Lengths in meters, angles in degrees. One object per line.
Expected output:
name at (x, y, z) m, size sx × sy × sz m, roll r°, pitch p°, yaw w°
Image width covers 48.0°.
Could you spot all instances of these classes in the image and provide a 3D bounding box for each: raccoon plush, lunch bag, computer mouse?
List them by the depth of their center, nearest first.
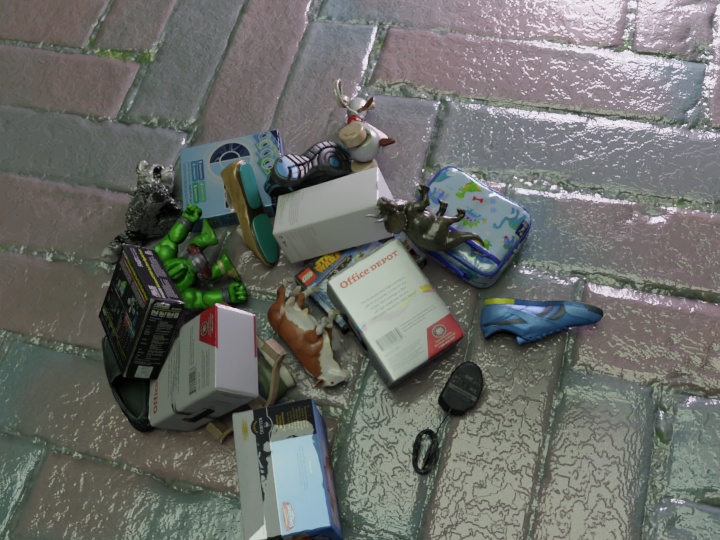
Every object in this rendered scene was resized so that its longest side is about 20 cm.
computer mouse at (0.139, 0.237, 1.309) m, size 0.059 × 0.034 × 0.200 m, roll 32°, pitch 76°, yaw 4°
lunch bag at (0.187, -0.075, 1.421) m, size 0.200 × 0.083 × 0.161 m, roll 37°, pitch 72°, yaw 16°
raccoon plush at (-0.433, -0.125, 1.544) m, size 0.200 × 0.097 × 0.134 m, roll -31°, pitch 55°, yaw -8°

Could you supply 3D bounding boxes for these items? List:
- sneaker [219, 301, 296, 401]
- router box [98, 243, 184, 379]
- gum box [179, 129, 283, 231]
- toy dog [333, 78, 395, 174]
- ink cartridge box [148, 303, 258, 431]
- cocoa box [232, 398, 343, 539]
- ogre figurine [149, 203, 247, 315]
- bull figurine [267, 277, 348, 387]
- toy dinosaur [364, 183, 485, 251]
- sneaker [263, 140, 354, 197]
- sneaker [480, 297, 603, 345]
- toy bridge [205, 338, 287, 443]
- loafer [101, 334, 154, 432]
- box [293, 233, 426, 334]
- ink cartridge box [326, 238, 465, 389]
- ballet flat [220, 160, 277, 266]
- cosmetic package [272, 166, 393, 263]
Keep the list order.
sneaker at (-0.205, 0.147, 1.376) m, size 0.090 × 0.067 × 0.200 m, roll -40°, pitch 71°, yaw -15°
router box at (-0.374, 0.067, 1.368) m, size 0.200 × 0.062 × 0.150 m, roll 46°, pitch 119°, yaw 49°
gum box at (-0.244, -0.174, 1.563) m, size 0.199 × 0.045 × 0.170 m, roll -12°, pitch 63°, yaw 3°
toy dog at (0.018, -0.271, 1.530) m, size 0.096 × 0.132 × 0.201 m, roll -13°, pitch 62°, yaw 13°
ink cartridge box at (-0.257, 0.162, 1.314) m, size 0.200 × 0.084 × 0.145 m, roll -30°, pitch 54°, yaw 39°
cocoa box at (-0.110, 0.319, 1.241) m, size 0.131 × 0.133 × 0.201 m, roll -12°, pitch 62°, yaw 1°
ogre figurine at (-0.298, -0.011, 1.453) m, size 0.120 × 0.098 × 0.200 m, roll -30°, pitch 100°, yaw -5°
bull figurine at (-0.087, 0.105, 1.366) m, size 0.200 × 0.065 × 0.122 m, roll 41°, pitch 118°, yaw 31°
toy dinosaur at (0.111, -0.077, 1.353) m, size 0.200 × 0.077 × 0.102 m, roll 32°, pitch 85°, yaw -11°
sneaker at (-0.096, -0.188, 1.514) m, size 0.200 × 0.082 × 0.073 m, roll -16°, pitch 73°, yaw -39°
sneaker at (0.300, 0.089, 1.344) m, size 0.199 × 0.066 × 0.079 m, roll 1°, pitch 75°, yaw 9°
toy bridge at (-0.177, 0.208, 1.316) m, size 0.067 × 0.027 × 0.200 m, roll 39°, pitch 107°, yaw 14°
loafer at (-0.399, 0.182, 1.388) m, size 0.068 × 0.070 × 0.201 m, roll -27°, pitch 63°, yaw -7°
box at (0.000, 0.000, 1.441) m, size 0.200 × 0.040 × 0.137 m, roll -39°, pitch 65°, yaw -12°
ink cartridge box at (0.055, 0.070, 1.344) m, size 0.145 × 0.083 × 0.200 m, roll -31°, pitch 78°, yaw -11°
ballet flat at (-0.205, -0.102, 1.485) m, size 0.063 × 0.069 × 0.201 m, roll -12°, pitch 96°, yaw 31°
cosmetic package at (-0.047, -0.098, 1.435) m, size 0.199 × 0.085 × 0.108 m, roll -13°, pitch 44°, yaw 17°
